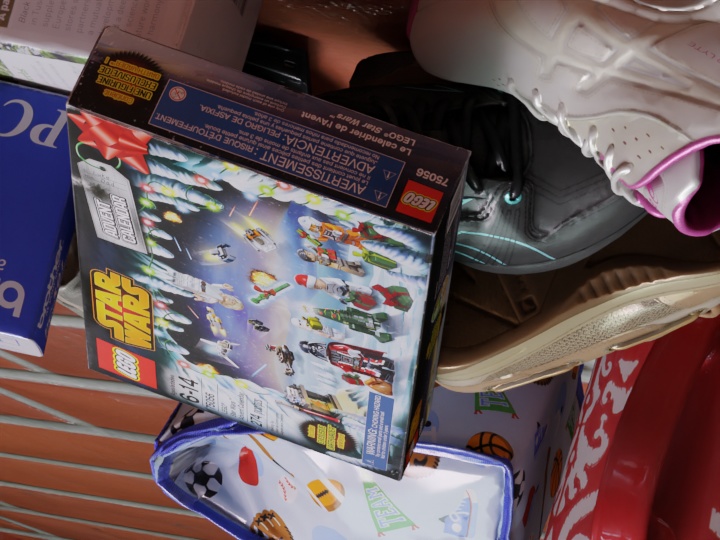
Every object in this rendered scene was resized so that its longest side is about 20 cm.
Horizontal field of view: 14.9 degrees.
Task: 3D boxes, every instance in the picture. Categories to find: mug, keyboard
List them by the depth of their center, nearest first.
[{"bbox_3d":[-0.032,-0.070,1.258,0.127,0.021,0.200,19,169,4],"label":"keyboard"},{"bbox_3d":[0.167,0.100,1.364,0.133,0.200,0.178,16,167,-8],"label":"mug"}]

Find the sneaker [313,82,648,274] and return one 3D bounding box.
[{"bbox_3d":[0.025,-0.036,1.057,0.200,0.076,0.079,-11,166,13],"label":"sneaker"}]

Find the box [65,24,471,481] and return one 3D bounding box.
[{"bbox_3d":[-0.036,-0.001,1.020,0.137,0.040,0.200,20,152,9],"label":"box"}]

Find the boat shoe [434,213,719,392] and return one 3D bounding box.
[{"bbox_3d":[0.111,-0.008,1.102,0.200,0.071,0.065,-21,154,9],"label":"boat shoe"}]

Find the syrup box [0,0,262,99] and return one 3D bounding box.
[{"bbox_3d":[-0.143,-0.113,1.038,0.200,0.082,0.079,12,166,15],"label":"syrup box"}]

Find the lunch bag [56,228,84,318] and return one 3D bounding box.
[{"bbox_3d":[-0.130,-0.047,1.217,0.200,0.118,0.164,31,177,33],"label":"lunch bag"}]

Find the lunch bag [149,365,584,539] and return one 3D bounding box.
[{"bbox_3d":[0.007,0.072,1.461,0.200,0.170,0.124,9,125,17],"label":"lunch bag"}]

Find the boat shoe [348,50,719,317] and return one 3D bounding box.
[{"bbox_3d":[0.085,-0.034,1.150,0.200,0.074,0.076,19,167,-23],"label":"boat shoe"}]

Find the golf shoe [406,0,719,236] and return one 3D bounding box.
[{"bbox_3d":[0.095,-0.062,0.974,0.200,0.092,0.075,7,167,37],"label":"golf shoe"}]

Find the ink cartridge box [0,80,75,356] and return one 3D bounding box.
[{"bbox_3d":[-0.205,-0.037,1.033,0.200,0.094,0.044,13,169,2],"label":"ink cartridge box"}]
